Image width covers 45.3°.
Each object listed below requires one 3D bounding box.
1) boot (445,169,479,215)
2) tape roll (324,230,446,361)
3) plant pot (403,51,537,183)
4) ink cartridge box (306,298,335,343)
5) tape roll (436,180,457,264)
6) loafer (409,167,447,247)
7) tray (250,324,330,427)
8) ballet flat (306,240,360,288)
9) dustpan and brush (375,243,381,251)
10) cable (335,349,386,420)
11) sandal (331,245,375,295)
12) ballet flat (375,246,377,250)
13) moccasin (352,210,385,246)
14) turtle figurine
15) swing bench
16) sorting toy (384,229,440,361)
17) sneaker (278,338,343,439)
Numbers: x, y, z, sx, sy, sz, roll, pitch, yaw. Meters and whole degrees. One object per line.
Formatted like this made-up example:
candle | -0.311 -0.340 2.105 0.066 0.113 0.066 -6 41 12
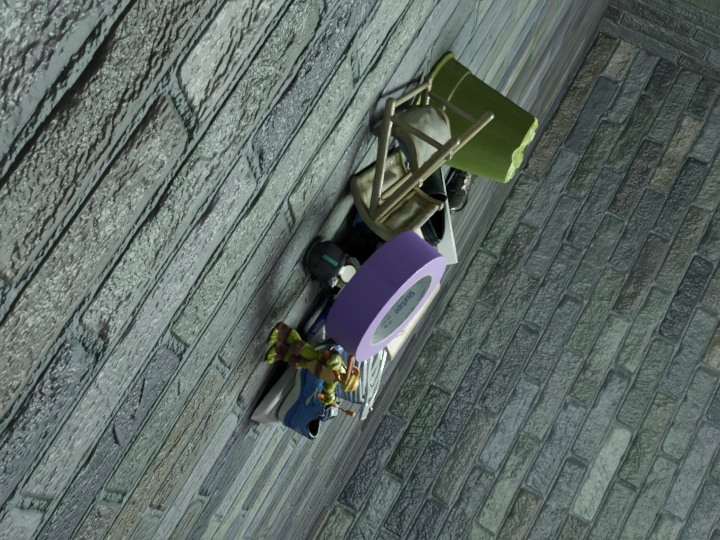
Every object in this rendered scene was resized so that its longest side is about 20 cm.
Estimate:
boot | 0.242 -0.248 2.041 0.174 0.069 0.200 89 27 -57
tape roll | 0.038 0.039 1.275 0.200 0.066 0.200 -45 164 -17
plant pot | 0.197 -0.245 1.495 0.200 0.189 0.200 -58 169 -18
ink cartridge box | -0.066 0.149 1.617 0.094 0.044 0.200 -52 165 -36
tape roll | 0.167 -0.111 1.778 0.203 0.037 0.204 -10 90 -82
loafer | 0.131 -0.139 1.586 0.070 0.068 0.202 -15 -112 51
tray | -0.102 0.188 1.480 0.200 0.022 0.107 -51 157 -5
ballet flat | -0.034 0.001 1.350 0.073 0.073 0.200 -61 169 -3
dustpan and brush | 0.049 -0.017 1.604 0.140 0.057 0.201 -108 -154 -48
cable | 0.003 0.135 1.530 0.200 0.069 0.201 -67 162 -48
sandal | 0.001 -0.001 1.537 0.076 0.048 0.200 -66 171 20
ballet flat | 0.070 -0.049 1.698 0.200 0.068 0.068 -57 168 -24
moccasin | 0.034 -0.073 1.474 0.081 0.068 0.200 -66 172 10
turtle figurine | -0.062 0.139 1.312 0.065 0.161 0.200 -56 167 -26
swing bench | 0.085 -0.171 1.342 0.200 0.129 0.199 -62 171 30
sorting toy | 0.064 0.025 1.462 0.185 0.036 0.200 -53 140 -33
sneaker | -0.062 0.196 1.426 0.078 0.089 0.201 -22 141 -51
